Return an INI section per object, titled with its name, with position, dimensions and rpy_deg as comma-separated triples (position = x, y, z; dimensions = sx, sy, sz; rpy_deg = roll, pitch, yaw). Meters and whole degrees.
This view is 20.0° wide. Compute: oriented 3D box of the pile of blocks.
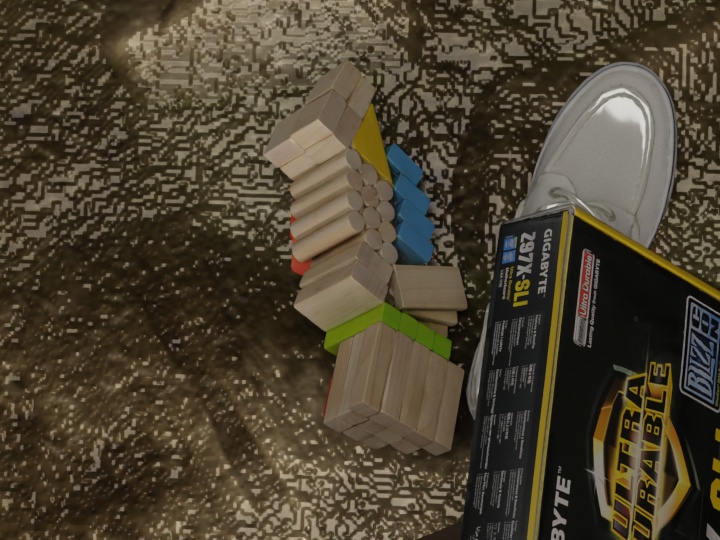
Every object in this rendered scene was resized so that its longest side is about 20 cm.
[pile of blocks]
position = 0.000, 0.000, 1.028
dimensions = 0.062, 0.082, 0.202
rpy_deg = -26, 67, 44

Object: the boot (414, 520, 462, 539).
[boot]
position = 0.046, 0.147, 0.952
dimensions = 0.199, 0.146, 0.071
rpy_deg = -28, 75, 1

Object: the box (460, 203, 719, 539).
[box]
position = 0.119, 0.094, 0.932
dimensions = 0.049, 0.159, 0.202
rpy_deg = -11, 61, 42

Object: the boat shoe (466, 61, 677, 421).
[boat shoe]
position = 0.103, -0.011, 1.005
dimensions = 0.070, 0.070, 0.201
rpy_deg = 25, 86, 8
